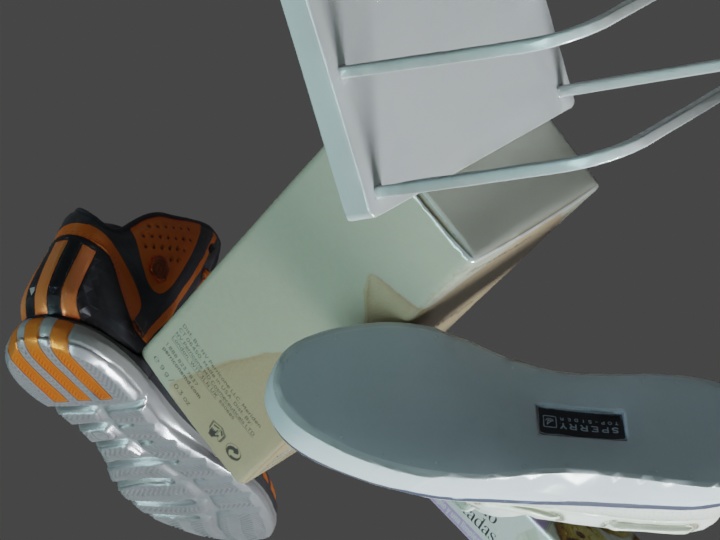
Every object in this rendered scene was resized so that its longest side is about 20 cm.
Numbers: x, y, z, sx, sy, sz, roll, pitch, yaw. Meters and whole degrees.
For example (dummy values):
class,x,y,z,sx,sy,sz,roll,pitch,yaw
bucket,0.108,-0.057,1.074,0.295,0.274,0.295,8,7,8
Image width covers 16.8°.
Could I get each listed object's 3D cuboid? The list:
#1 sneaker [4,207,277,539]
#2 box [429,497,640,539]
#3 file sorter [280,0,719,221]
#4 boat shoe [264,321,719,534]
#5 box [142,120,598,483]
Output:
class,x,y,z,sx,sy,sz,roll,pitch,yaw
sneaker,-0.085,0.042,1.150,0.078,0.112,0.200,-2,144,27
box,0.093,0.125,1.046,0.200,0.041,0.039,46,134,18
file sorter,0.052,-0.138,0.878,0.124,0.139,0.200,-5,107,42
boat shoe,0.058,0.072,0.973,0.070,0.200,0.071,109,164,-52
box,0.000,0.000,1.031,0.078,0.095,0.200,53,138,8
